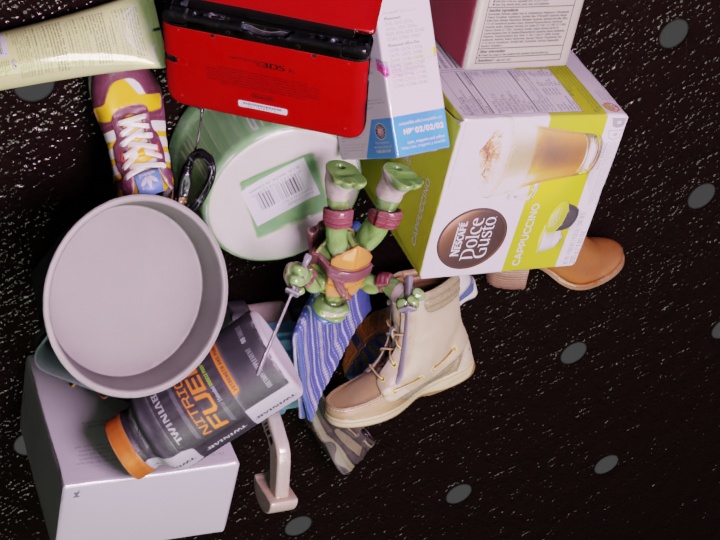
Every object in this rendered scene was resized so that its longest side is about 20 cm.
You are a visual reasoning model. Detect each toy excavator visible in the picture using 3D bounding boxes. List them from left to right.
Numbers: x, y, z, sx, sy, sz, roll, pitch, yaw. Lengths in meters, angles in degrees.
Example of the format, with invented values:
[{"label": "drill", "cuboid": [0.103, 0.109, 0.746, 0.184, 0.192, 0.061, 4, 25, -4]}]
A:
[{"label": "toy excavator", "cuboid": [-0.106, 0.155, 1.745, 0.099, 0.201, 0.195, -5, 145, -24]}]

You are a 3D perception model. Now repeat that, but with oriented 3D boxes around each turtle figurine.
[{"label": "turtle figurine", "cuboid": [0.000, 0.000, 1.513, 0.142, 0.200, 0.196, 17, 119, 4]}]

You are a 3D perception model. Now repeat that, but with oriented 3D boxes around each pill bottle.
[{"label": "pill bottle", "cuboid": [-0.167, 0.137, 1.567, 0.199, 0.107, 0.106, -33, 136, 2]}]

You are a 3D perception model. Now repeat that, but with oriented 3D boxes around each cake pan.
[{"label": "cake pan", "cuboid": [-0.226, 0.024, 1.487, 0.199, 0.037, 0.203, -6, 101, -33]}]

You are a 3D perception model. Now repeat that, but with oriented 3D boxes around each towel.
[{"label": "towel", "cuboid": [-0.031, 0.056, 1.719, 0.024, 0.201, 0.146, 11, 134, 16]}]

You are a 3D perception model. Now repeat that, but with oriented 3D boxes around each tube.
[{"label": "tube", "cuboid": [-0.285, -0.209, 1.425, 0.198, 0.052, 0.058, -15, 133, -14]}]

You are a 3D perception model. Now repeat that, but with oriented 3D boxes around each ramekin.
[{"label": "ramekin", "cuboid": [-0.095, -0.106, 1.583, 0.198, 0.098, 0.201, -15, 134, -15]}]

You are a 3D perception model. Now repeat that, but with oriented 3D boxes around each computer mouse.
[{"label": "computer mouse", "cuboid": [-0.167, -0.153, 1.490, 0.034, 0.058, 0.202, -9, 108, -56]}]

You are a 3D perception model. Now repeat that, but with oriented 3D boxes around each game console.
[{"label": "game console", "cuboid": [-0.077, -0.239, 1.422, 0.198, 0.119, 0.173, 12, 141, 7]}]

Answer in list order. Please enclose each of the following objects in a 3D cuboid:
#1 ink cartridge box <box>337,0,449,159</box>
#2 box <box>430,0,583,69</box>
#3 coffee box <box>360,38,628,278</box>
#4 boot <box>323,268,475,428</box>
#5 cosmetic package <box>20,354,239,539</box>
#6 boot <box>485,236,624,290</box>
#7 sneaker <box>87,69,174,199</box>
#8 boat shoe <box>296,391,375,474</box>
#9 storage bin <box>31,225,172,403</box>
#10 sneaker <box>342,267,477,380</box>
[{"label": "ink cartridge box", "cuboid": [0.019, -0.214, 1.481, 0.067, 0.115, 0.202, -13, 99, -29]}, {"label": "box", "cuboid": [0.153, -0.316, 1.508, 0.127, 0.109, 0.202, -5, 127, -24]}, {"label": "coffee box", "cuboid": [0.130, -0.134, 1.602, 0.196, 0.201, 0.201, -4, 130, -24]}, {"label": "boot", "cuboid": [0.038, 0.086, 1.748, 0.198, 0.073, 0.157, -21, 126, -17]}, {"label": "cosmetic package", "cuboid": [-0.265, 0.197, 1.696, 0.197, 0.201, 0.124, -4, 131, -23]}, {"label": "boot", "cuboid": [0.250, -0.059, 1.836, 0.198, 0.077, 0.157, -2, 126, -17]}, {"label": "sneaker", "cuboid": [-0.221, -0.123, 1.509, 0.074, 0.090, 0.201, -19, 135, -11]}, {"label": "boat shoe", "cuboid": [-0.033, 0.182, 1.906, 0.073, 0.075, 0.201, -36, 146, -8]}, {"label": "storage bin", "cuboid": [-0.263, 0.050, 1.612, 0.199, 0.135, 0.146, 26, 114, -40]}, {"label": "sneaker", "cuboid": [0.065, 0.073, 1.847, 0.200, 0.076, 0.088, -46, 134, 17]}]
